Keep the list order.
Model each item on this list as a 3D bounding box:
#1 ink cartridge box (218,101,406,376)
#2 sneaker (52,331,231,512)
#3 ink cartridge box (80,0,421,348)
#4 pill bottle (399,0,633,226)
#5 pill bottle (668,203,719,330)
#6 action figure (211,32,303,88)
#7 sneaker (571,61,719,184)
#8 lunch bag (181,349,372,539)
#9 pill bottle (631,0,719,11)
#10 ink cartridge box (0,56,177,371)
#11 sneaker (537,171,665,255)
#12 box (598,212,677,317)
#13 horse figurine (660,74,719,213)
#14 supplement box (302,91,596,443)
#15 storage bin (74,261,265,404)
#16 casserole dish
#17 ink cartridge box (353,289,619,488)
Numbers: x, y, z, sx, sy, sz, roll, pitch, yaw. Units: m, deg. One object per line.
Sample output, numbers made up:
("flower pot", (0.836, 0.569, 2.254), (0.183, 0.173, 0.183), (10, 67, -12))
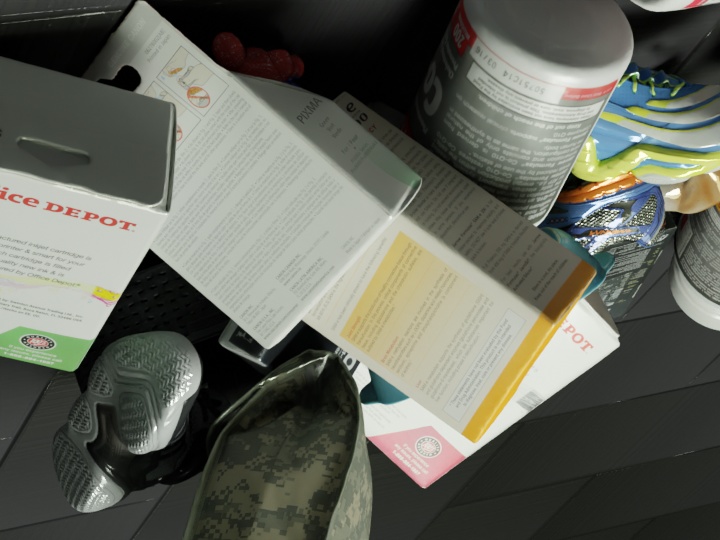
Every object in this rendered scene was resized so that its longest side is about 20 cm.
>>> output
("ink cartridge box", (0.000, 0.000, 1.756), (0.198, 0.043, 0.200), (-58, 157, -4))
("sneaker", (-0.129, 0.092, 1.688), (0.114, 0.076, 0.200), (-14, 158, -36))
("ink cartridge box", (-0.084, -0.065, 1.520), (0.161, 0.200, 0.050), (-46, -177, 44))
("pill bottle", (0.088, -0.094, 1.609), (0.114, 0.114, 0.200), (-8, 141, -33))
("pill bottle", (0.319, -0.034, 2.015), (0.116, 0.117, 0.200), (-16, 158, -16))
("action figure", (-0.060, -0.108, 1.567), (0.065, 0.052, 0.200), (-29, 163, 3))
("sneaker", (0.175, -0.114, 1.692), (0.199, 0.076, 0.105), (-8, 135, 11))
("lunch bag", (-0.049, 0.168, 1.702), (0.117, 0.200, 0.164), (11, 154, 11))
("pill bottle", (0.254, -0.226, 1.521), (0.199, 0.111, 0.111), (-12, 155, -26))
("ink cartridge box", (-0.208, -0.033, 1.486), (0.144, 0.084, 0.200), (14, 145, -17))
("sneaker", (0.130, -0.018, 1.775), (0.200, 0.079, 0.075), (-23, -162, 17))
("box", (0.144, 0.008, 2.035), (0.199, 0.044, 0.160), (-15, 157, -19))
("horse figurine", (0.213, -0.081, 1.806), (0.199, 0.050, 0.133), (-10, 130, 23))
("supplement box", (0.032, -0.002, 1.579), (0.074, 0.200, 0.126), (-48, 172, -47))
("storage bin", (-0.142, 0.055, 1.802), (0.135, 0.094, 0.200), (-20, 159, -6))
("casserole dish", (0.078, 0.026, 1.695), (0.200, 0.039, 0.121), (-31, -169, 2))
("ink cartridge box", (0.076, 0.050, 1.902), (0.200, 0.083, 0.147), (-37, 121, 14))
